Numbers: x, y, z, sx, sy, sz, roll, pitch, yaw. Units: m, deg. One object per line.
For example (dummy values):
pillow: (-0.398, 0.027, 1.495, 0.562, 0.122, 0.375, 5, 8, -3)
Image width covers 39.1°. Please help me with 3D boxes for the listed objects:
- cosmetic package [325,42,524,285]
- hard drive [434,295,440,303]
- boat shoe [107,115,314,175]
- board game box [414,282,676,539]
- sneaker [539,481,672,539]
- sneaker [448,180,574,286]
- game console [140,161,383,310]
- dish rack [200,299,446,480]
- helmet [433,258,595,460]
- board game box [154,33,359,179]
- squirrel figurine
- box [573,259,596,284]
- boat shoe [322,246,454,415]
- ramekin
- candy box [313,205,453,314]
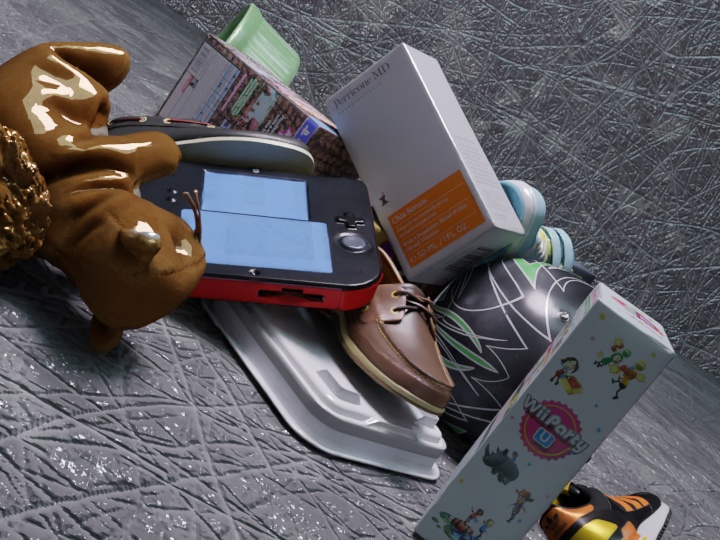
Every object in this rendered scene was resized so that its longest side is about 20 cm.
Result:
cosmetic package: (0.058, -0.097, 0.946, 0.071, 0.101, 0.200, 8, 53, -58)
hard drive: (0.074, -0.016, 1.205, 0.139, 0.033, 0.200, 28, 39, 14)
boat shoe: (-0.142, -0.108, 0.916, 0.201, 0.074, 0.063, -1, 49, -3)
board game box: (0.133, 0.109, 0.722, 0.064, 0.200, 0.148, 37, 11, 9)
sneaker: (0.204, 0.207, 0.862, 0.090, 0.070, 0.200, 42, 14, 15)
sneaker: (0.174, -0.033, 1.030, 0.130, 0.200, 0.080, -4, 68, -16)
game console: (-0.086, -0.036, 0.823, 0.200, 0.031, 0.177, 6, 38, -9)
dish rack: (-0.022, 0.078, 0.806, 0.172, 0.044, 0.200, 26, 15, -45)
helmet: (0.149, 0.081, 0.937, 0.190, 0.200, 0.200, 16, 21, -36)
board game box: (-0.116, -0.117, 1.040, 0.200, 0.160, 0.097, 43, 13, 33)
squirrel figurine: (-0.195, -0.038, 0.627, 0.200, 0.142, 0.187, -2, 47, -50)
box: (0.248, 0.040, 1.479, 0.051, 0.158, 0.200, 42, 14, 31)
boat shoe: (0.024, 0.040, 0.810, 0.072, 0.068, 0.200, 29, 14, -31)
ramekin: (-0.170, -0.242, 1.331, 0.098, 0.200, 0.200, 40, 9, -18)
candy box: (0.000, 0.000, 0.994, 0.200, 0.117, 0.056, 20, 26, -52)
